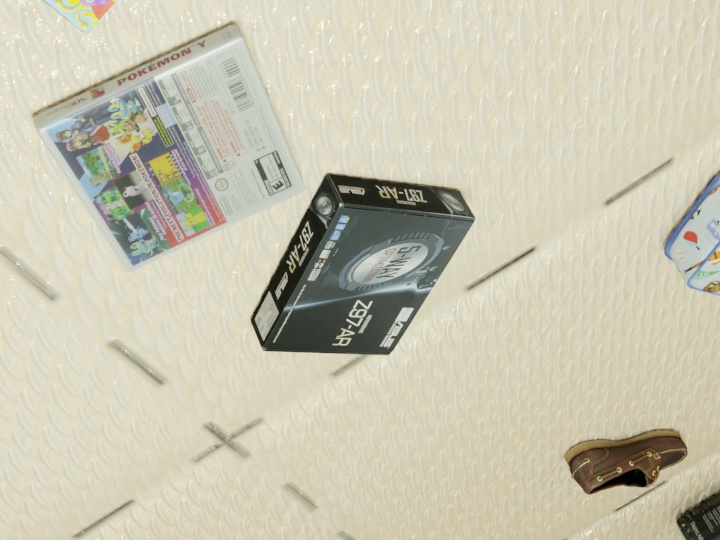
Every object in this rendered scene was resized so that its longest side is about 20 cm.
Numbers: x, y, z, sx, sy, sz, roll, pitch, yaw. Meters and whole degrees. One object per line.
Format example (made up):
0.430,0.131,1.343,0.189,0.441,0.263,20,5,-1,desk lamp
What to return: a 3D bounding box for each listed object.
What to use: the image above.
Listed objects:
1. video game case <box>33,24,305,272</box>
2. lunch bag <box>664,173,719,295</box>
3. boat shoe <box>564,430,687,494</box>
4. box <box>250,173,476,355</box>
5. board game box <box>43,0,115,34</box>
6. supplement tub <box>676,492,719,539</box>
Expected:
-0.155,-0.098,1.110,0.181,0.023,0.201,-25,143,-3,video game case
0.458,-0.044,1.483,0.198,0.076,0.161,5,130,-33,lunch bag
0.376,0.272,1.795,0.198,0.071,0.071,-6,136,-26,boat shoe
0.000,0.000,1.291,0.159,0.044,0.201,5,132,-33,box
-0.150,-0.271,0.828,0.103,0.105,0.200,37,112,-24,board game box
0.604,0.391,2.017,0.199,0.123,0.123,-33,141,9,supplement tub
